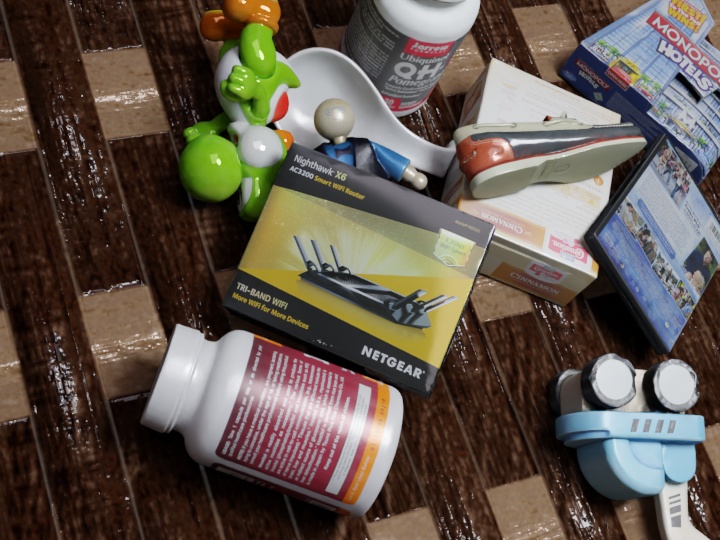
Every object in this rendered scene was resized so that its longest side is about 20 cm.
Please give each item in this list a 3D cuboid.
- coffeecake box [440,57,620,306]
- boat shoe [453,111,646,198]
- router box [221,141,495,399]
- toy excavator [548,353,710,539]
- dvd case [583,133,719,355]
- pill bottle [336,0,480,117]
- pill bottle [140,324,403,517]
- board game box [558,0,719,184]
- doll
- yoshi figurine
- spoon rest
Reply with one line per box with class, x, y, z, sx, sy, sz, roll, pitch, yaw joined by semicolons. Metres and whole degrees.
coffeecake box;0.167;-0.089;1.186;0.151;0.073;0.203;22;59;-10
boat shoe;0.182;-0.119;1.126;0.197;0.071;0.063;-12;66;-20
router box;0.000;0.000;1.039;0.197;0.052;0.159;22;81;7
toy excavator;0.271;0.189;1.085;0.191;0.100;0.204;5;76;-15
dvd case;0.303;-0.031;1.193;0.144;0.017;0.200;54;48;-12
pill bottle;0.051;-0.247;1.149;0.109;0.200;0.113;8;63;-15
pill bottle;-0.073;0.118;0.972;0.197;0.113;0.114;21;59;-9
board game box;0.355;-0.229;1.333;0.199;0.062;0.200;40;59;3
doll;-0.001;-0.064;1.104;0.134;0.049;0.203;-16;78;-1
yoshi figurine;-0.123;-0.146;1.085;0.110;0.112;0.204;-6;82;18
spoon rest;0.005;-0.145;1.153;0.197;0.101;0.061;23;15;-11
